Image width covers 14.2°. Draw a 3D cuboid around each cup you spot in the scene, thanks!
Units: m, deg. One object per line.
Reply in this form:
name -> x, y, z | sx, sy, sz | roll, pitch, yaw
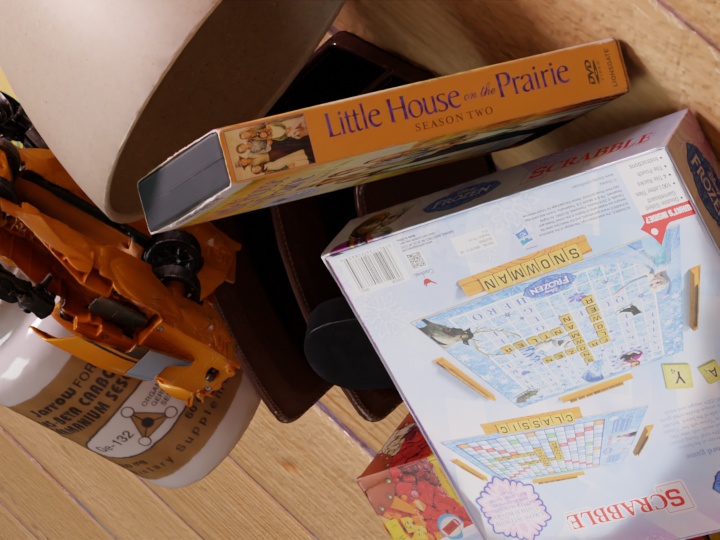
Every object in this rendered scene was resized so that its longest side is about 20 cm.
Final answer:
cup -> -0.110, -0.144, 1.409 | 0.143, 0.200, 0.200 | 39, 159, 10

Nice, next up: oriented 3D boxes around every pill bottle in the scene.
pill bottle -> -0.159, 0.032, 1.607 | 0.200, 0.114, 0.114 | 30, 170, -28

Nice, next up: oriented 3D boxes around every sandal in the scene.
sandal -> 0.065, 0.033, 1.478 | 0.200, 0.043, 0.076 | -17, 131, 26

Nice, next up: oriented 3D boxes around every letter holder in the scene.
letter holder -> 0.000, 0.000, 1.551 | 0.101, 0.142, 0.200 | 31, 154, 41

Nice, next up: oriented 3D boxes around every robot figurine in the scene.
robot figurine -> -0.151, -0.014, 1.435 | 0.200, 0.145, 0.058 | 28, 124, -24

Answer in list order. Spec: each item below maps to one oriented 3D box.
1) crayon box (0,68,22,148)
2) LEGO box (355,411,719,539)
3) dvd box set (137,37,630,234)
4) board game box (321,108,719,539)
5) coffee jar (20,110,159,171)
crayon box -> -0.176, -0.117, 1.729 | 0.052, 0.126, 0.200 | -16, 121, 28
LEGO box -> 0.116, 0.154, 1.523 | 0.149, 0.077, 0.200 | -20, 109, 37
dvd box set -> 0.008, -0.062, 1.346 | 0.146, 0.200, 0.029 | 156, 99, -69
board game box -> 0.111, 0.041, 1.377 | 0.200, 0.041, 0.200 | -17, 111, 34
coffee jar -> -0.129, -0.103, 1.581 | 0.200, 0.085, 0.104 | -89, -20, -45
